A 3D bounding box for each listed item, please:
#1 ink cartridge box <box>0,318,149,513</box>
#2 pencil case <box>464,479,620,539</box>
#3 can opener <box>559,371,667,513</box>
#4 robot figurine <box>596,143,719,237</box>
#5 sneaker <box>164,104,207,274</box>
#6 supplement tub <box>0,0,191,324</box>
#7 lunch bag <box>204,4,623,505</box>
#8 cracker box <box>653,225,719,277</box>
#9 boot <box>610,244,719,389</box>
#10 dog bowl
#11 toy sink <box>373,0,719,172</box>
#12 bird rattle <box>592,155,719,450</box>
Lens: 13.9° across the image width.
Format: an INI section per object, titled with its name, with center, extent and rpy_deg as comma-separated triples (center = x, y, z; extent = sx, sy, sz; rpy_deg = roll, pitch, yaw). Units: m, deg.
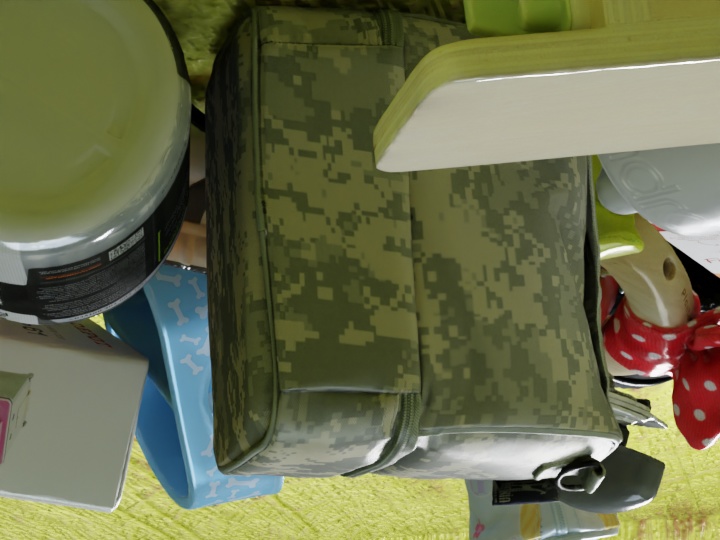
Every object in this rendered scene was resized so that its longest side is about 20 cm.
[ink cartridge box]
center = -0.222, 0.052, 1.469
extent = 0.199, 0.085, 0.144
rpy_deg = 12, -173, -26
[pencil case]
center = 0.089, 0.052, 1.574
extent = 0.083, 0.202, 0.091
rpy_deg = -5, 178, -25
[can opener]
center = 0.069, 0.071, 1.413
extent = 0.052, 0.067, 0.200
rpy_deg = 24, 170, -33
[robot figurine]
center = 0.165, -0.078, 1.137
extent = 0.199, 0.113, 0.170
rpy_deg = -15, 131, 45
[sneaker]
center = -0.112, -0.047, 1.363
extent = 0.199, 0.081, 0.074
rpy_deg = 12, 180, 19
[supplement tub]
center = -0.129, -0.047, 1.193
extent = 0.122, 0.123, 0.200
rpy_deg = -2, 168, -4
[lunch bag]
center = 0.024, -0.005, 1.246
extent = 0.167, 0.201, 0.139
rpy_deg = 0, 167, -11
[cracker box]
center = 0.225, -0.041, 1.491
extent = 0.133, 0.058, 0.200
rpy_deg = -6, 168, 20
[boot]
center = 0.183, 0.017, 1.755
extent = 0.197, 0.074, 0.162
rpy_deg = 7, 162, -41
[dog bowl]
center = -0.090, 0.037, 1.480
extent = 0.049, 0.112, 0.201
rpy_deg = -22, 132, -18
[toy sink]
center = 0.102, -0.108, 0.976
extent = 0.199, 0.113, 0.130
rpy_deg = -6, 170, -10
[bird rattle]
center = 0.116, 0.000, 1.408
extent = 0.162, 0.113, 0.200
rpy_deg = 0, 146, 46
